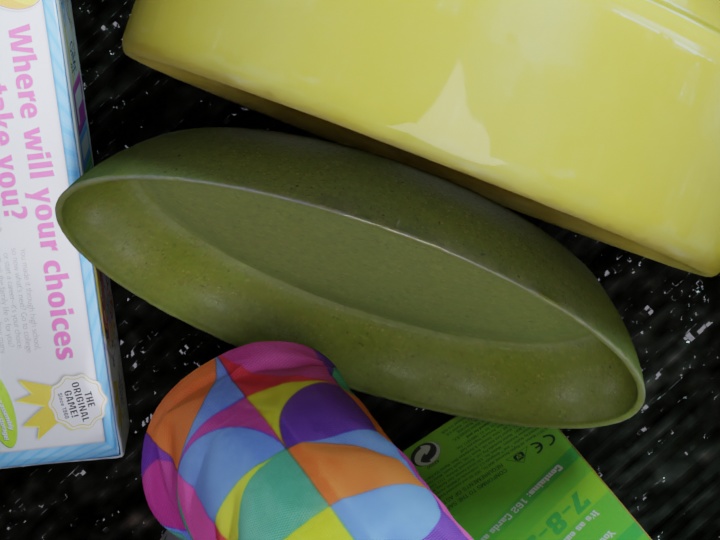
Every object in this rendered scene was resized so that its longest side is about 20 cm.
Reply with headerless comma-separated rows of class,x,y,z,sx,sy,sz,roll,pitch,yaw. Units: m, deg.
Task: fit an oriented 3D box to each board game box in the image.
board game box,-0.158,-0.027,0.966,0.134,0.034,0.201,-5,108,1
board game box,0.059,0.119,0.925,0.095,0.200,0.030,-33,127,-4

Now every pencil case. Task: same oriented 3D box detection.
pencil case,-0.003,0.103,0.897,0.088,0.200,0.089,-12,124,-18

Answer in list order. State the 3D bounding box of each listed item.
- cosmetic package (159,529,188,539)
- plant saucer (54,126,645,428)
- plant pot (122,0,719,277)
cosmetic package,-0.093,0.193,0.977,0.051,0.151,0.201,29,106,-11
plant saucer,0.000,0.000,0.912,0.199,0.200,0.031,20,75,-7
plant pot,0.049,-0.120,0.866,0.200,0.201,0.190,20,91,-7
